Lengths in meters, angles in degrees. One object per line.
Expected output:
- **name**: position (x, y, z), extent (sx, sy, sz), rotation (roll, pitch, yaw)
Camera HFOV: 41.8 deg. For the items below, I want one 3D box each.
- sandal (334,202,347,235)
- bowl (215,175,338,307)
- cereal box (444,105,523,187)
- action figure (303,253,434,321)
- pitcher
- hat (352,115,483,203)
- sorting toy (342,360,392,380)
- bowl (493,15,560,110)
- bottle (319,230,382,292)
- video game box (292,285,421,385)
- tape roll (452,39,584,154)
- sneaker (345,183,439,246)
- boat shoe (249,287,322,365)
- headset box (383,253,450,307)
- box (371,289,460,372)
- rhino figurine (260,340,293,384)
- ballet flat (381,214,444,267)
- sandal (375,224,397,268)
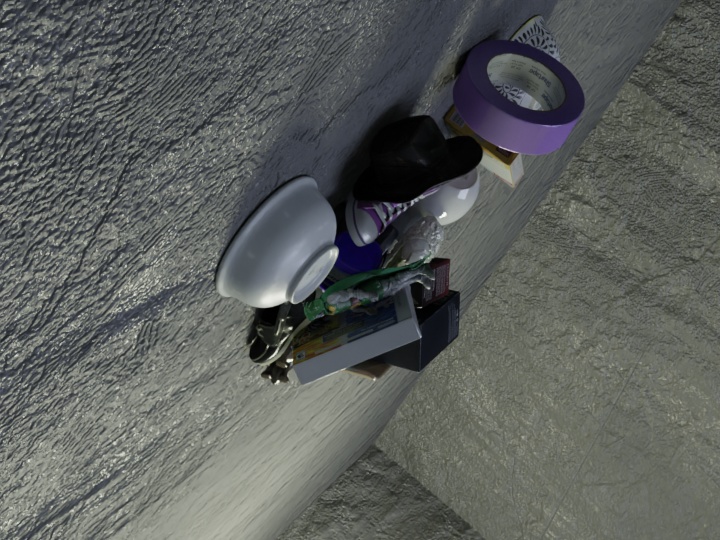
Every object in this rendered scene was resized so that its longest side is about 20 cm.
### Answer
- **sandal**: position (0.010, -0.092, 1.523), extent (0.200, 0.043, 0.076), rotation (-36, 160, -51)
- **bowl**: position (-0.093, -0.019, 1.254), extent (0.201, 0.090, 0.201), rotation (-47, 167, -15)
- **cereal box**: position (0.225, -0.221, 1.694), extent (0.040, 0.144, 0.200), rotation (-53, 168, 3)
- **action figure**: position (0.010, 0.033, 1.409), extent (0.200, 0.055, 0.118), rotation (-18, 160, -11)
- **pitcher**: position (0.143, -0.151, 1.705), extent (0.172, 0.121, 0.200), rotation (-65, -173, -31)
- **hat**: position (0.071, -0.175, 1.367), extent (0.201, 0.200, 0.081), rotation (-42, 122, -36)
- **sorting toy**: position (-0.003, 0.165, 1.900), extent (0.200, 0.185, 0.037), rotation (-31, 127, -54)
- **bowl**: position (0.307, -0.354, 1.723), extent (0.201, 0.094, 0.201), rotation (-49, 167, -15)
- **bottle**: position (-0.028, -0.005, 1.508), extent (0.065, 0.083, 0.200), rotation (-69, -170, -18)
- **video game box**: position (-0.010, 0.085, 1.491), extent (0.200, 0.047, 0.182), rotation (-23, -159, 6)
- **tape roll**: position (0.250, -0.276, 1.492), extent (0.200, 0.200, 0.066), rotation (-41, 165, -40)
- **sneaker**: position (0.055, -0.114, 1.416), extent (0.114, 0.073, 0.201), rotation (-12, -150, 33)
- **boat shoe**: position (-0.133, 0.081, 1.488), extent (0.200, 0.068, 0.072), rotation (-49, -147, 42)
- **headset box**: position (0.079, 0.014, 1.794), extent (0.200, 0.149, 0.077), rotation (-20, 114, -67)
- **box**: position (0.070, 0.100, 1.872), extent (0.182, 0.200, 0.104), rotation (-32, 128, -53)
- **rhino figurine**: position (-0.135, 0.149, 1.637), extent (0.200, 0.060, 0.088), rotation (102, 7, -66)
- **ballet flat**: position (0.075, -0.007, 1.646), extent (0.200, 0.072, 0.072), rotation (-48, 170, 22)
- **sandal**: position (0.000, 0.000, 1.640), extent (0.200, 0.043, 0.076), rotation (-51, -152, 15)
